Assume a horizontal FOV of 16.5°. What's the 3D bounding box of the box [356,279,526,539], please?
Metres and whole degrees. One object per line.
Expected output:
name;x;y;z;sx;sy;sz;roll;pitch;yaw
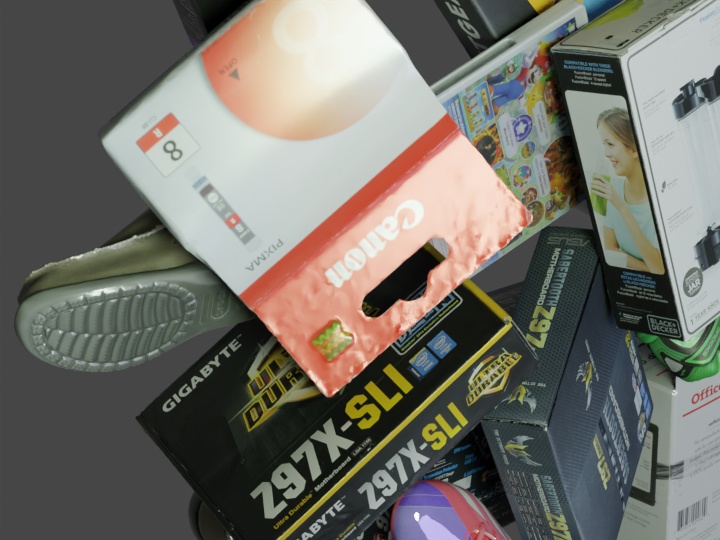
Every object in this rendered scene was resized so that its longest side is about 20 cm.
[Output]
box;0.071;0.101;1.662;0.199;0.046;0.160;-17;119;-52

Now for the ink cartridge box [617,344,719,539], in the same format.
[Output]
ink cartridge box;0.239;0.111;1.824;0.116;0.068;0.201;-24;124;-39

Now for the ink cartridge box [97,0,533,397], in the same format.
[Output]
ink cartridge box;-0.023;-0.050;1.371;0.162;0.050;0.200;-41;97;0

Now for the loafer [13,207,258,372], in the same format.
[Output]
loafer;-0.114;0.001;1.429;0.199;0.070;0.075;-13;142;-32

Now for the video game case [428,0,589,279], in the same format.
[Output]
video game case;0.071;-0.064;1.555;0.199;0.018;0.144;-33;132;-19

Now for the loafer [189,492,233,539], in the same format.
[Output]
loafer;-0.011;0.116;1.515;0.200;0.070;0.075;-37;106;-4

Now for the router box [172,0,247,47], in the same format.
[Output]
router box;-0.025;-0.222;1.385;0.199;0.051;0.150;-30;130;-11

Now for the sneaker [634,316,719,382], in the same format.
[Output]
sneaker;0.263;0.013;1.734;0.200;0.078;0.085;-34;91;-34

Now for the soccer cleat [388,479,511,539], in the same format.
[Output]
soccer cleat;0.091;0.200;1.606;0.067;0.076;0.200;-55;132;-17

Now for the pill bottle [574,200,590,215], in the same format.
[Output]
pill bottle;0.216;-0.123;1.689;0.112;0.112;0.201;20;92;-50

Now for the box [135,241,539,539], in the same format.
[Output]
box;-0.016;0.070;1.447;0.200;0.160;0.049;-42;134;-3

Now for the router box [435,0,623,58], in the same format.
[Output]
router box;0.111;-0.209;1.568;0.149;0.051;0.200;-51;137;-13

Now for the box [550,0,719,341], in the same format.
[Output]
box;0.198;-0.072;1.573;0.116;0.060;0.201;-35;121;-34

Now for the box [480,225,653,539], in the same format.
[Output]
box;0.139;0.094;1.635;0.201;0.051;0.158;69;35;-47

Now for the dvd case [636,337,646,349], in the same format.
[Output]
dvd case;0.200;0.064;1.827;0.142;0.017;0.202;-16;118;-42
